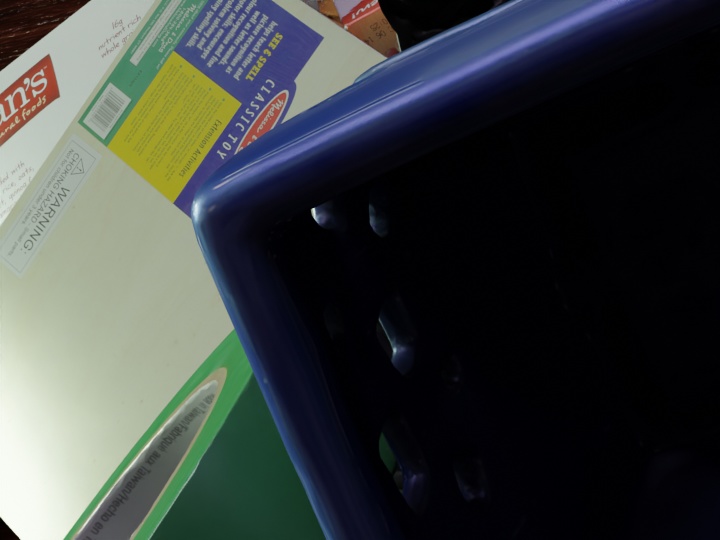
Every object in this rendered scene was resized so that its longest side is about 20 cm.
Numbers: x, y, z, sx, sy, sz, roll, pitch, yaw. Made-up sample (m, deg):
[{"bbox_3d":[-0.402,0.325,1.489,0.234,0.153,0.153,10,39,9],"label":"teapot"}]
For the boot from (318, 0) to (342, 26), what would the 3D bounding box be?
[{"bbox_3d":[0.029,-0.140,1.291,0.154,0.074,0.200,-38,9,-33],"label":"boot"}]

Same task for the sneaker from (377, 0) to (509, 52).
[{"bbox_3d":[0.041,-0.079,0.900,0.073,0.112,0.201,-25,54,8],"label":"sneaker"}]

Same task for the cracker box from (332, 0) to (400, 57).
[{"bbox_3d":[0.054,-0.140,1.098,0.133,0.058,0.200,-28,17,3],"label":"cracker box"}]

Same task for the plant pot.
[{"bbox_3d":[0.097,0.009,0.591,0.199,0.201,0.180,-22,12,15],"label":"plant pot"}]

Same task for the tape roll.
[{"bbox_3d":[-0.063,0.100,0.651,0.201,0.048,0.201,-53,7,10],"label":"tape roll"}]

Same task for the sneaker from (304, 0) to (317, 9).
[{"bbox_3d":[-0.102,-0.052,1.062,0.112,0.073,0.201,-34,-18,-46],"label":"sneaker"}]

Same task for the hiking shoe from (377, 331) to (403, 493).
[{"bbox_3d":[0.077,0.008,0.761,0.199,0.101,0.076,-30,19,-11],"label":"hiking shoe"}]

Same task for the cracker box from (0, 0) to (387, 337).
[{"bbox_3d":[-0.069,-0.013,0.870,0.134,0.058,0.201,-35,51,20],"label":"cracker box"}]

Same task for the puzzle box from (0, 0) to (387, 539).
[{"bbox_3d":[-0.066,-0.003,0.797,0.133,0.025,0.201,38,95,42],"label":"puzzle box"}]
